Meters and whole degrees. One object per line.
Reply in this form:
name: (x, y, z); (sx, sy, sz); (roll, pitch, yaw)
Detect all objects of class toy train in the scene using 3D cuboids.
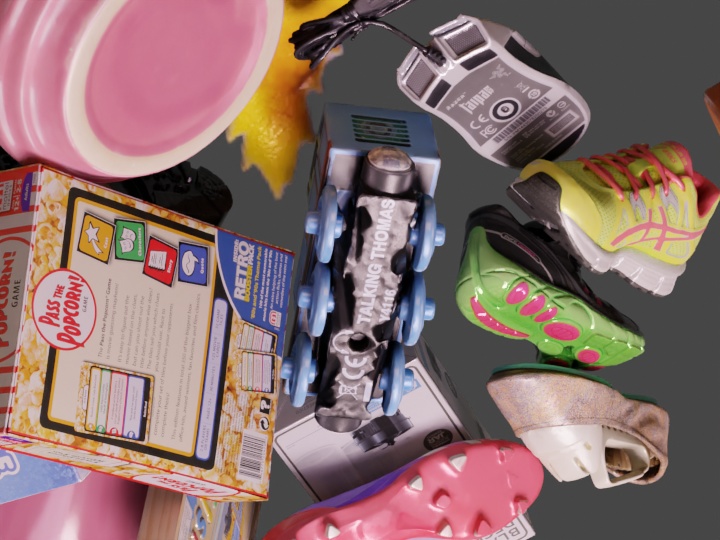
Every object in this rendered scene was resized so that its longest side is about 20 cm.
toy train: (0.000, 0.000, 1.508); (0.086, 0.114, 0.201); (6, 123, -7)

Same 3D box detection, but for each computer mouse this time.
computer mouse: (0.058, -0.122, 1.472); (0.110, 0.044, 0.200); (-38, 135, 21)

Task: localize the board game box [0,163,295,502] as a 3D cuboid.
board game box: (-0.128, 0.039, 1.406); (0.046, 0.152, 0.200); (-7, 160, 43)

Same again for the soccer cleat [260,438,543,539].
soccer cleat: (0.022, 0.157, 1.612); (0.199, 0.076, 0.067); (-23, 102, -17)

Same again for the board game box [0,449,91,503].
board game box: (-0.275, 0.050, 1.428); (0.198, 0.043, 0.201); (-17, 104, 21)

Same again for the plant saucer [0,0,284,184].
plant saucer: (-0.115, -0.128, 1.363); (0.200, 0.051, 0.201); (-30, 141, -28)

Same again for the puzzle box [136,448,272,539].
puzzle box: (-0.095, 0.142, 1.550); (0.025, 0.200, 0.133); (-4, 133, 13)

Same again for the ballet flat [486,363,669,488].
ballet flat: (0.150, 0.107, 1.631); (0.068, 0.068, 0.200); (-14, 161, 34)

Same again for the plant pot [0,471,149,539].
plant pot: (-0.203, 0.154, 1.544); (0.199, 0.200, 0.180); (9, 110, -22)

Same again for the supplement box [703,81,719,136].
supplement box: (0.289, -0.045, 1.595); (0.069, 0.067, 0.200); (-28, 131, 3)

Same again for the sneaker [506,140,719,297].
sneaker: (0.161, -0.048, 1.534); (0.090, 0.078, 0.200); (-51, 153, 13)

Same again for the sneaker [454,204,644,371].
sneaker: (0.126, 0.012, 1.585); (0.076, 0.084, 0.200); (-14, 154, 24)

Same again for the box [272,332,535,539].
box: (0.025, 0.125, 1.660); (0.116, 0.060, 0.200); (-27, 131, 7)

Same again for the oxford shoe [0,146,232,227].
oxford shoe: (-0.180, -0.027, 1.468); (0.199, 0.073, 0.085); (12, 126, -24)
